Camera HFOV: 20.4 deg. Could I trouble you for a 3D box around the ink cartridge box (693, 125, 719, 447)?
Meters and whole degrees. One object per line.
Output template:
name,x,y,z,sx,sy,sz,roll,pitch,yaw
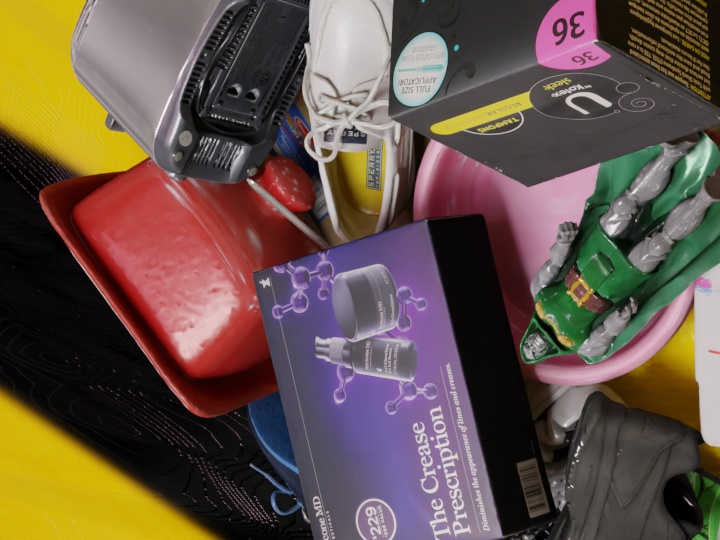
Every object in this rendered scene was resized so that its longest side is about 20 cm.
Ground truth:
ink cartridge box,0.263,0.012,1.187,0.116,0.067,0.201,12,114,36

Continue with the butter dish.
butter dish,-0.092,-0.021,1.401,0.148,0.200,0.200,-41,81,22

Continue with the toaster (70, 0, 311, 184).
toaster,-0.102,-0.166,1.316,0.129,0.113,0.201,37,107,31

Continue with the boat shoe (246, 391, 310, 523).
boat shoe,-0.025,0.155,1.411,0.200,0.084,0.069,50,149,46

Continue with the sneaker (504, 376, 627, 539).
sneaker,0.108,0.125,1.367,0.081,0.075,0.200,58,136,29

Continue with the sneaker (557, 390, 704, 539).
sneaker,0.170,0.170,1.277,0.090,0.076,0.201,11,131,8

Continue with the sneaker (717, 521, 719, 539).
sneaker,0.267,0.193,1.252,0.088,0.076,0.201,5,135,4

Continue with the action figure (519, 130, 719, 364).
action figure,0.151,-0.005,1.198,0.118,0.055,0.200,52,136,18

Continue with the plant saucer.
plant saucer,0.130,-0.029,1.274,0.199,0.051,0.202,9,107,29

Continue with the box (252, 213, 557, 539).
box,0.026,0.079,1.272,0.141,0.079,0.201,-18,84,34

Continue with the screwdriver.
screwdriver,0.000,0.000,1.356,0.029,0.028,0.200,-29,115,37

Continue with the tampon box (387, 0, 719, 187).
tampon box,0.111,-0.174,1.130,0.149,0.126,0.201,-18,61,41

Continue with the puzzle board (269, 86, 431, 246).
puzzle board,0.024,-0.056,1.386,0.151,0.017,0.201,-39,82,43

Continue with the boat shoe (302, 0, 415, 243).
boat shoe,-0.006,-0.099,1.277,0.074,0.086,0.203,9,129,12

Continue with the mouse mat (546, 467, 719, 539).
mouse mat,0.199,0.209,1.336,0.160,0.008,0.201,28,124,9
